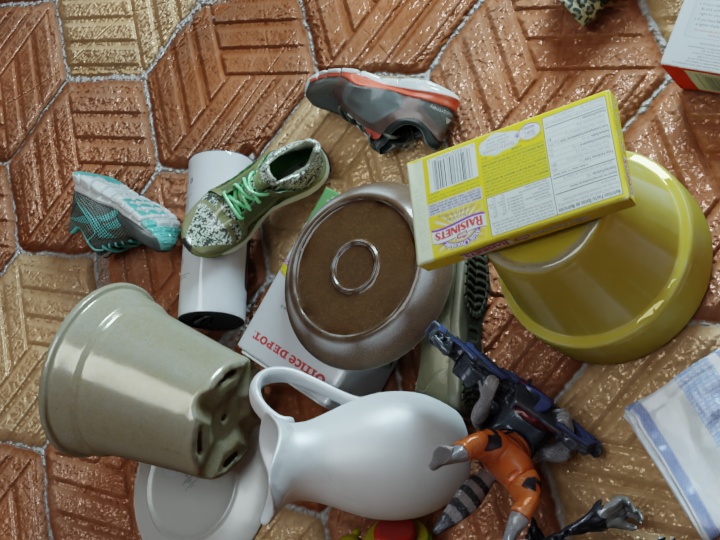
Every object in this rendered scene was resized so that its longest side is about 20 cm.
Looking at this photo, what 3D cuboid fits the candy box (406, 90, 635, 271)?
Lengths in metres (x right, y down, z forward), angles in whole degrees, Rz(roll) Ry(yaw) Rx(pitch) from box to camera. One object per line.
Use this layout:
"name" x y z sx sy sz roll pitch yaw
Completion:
"candy box" 0.134 -0.075 1.088 0.199 0.026 0.103 -18 67 28

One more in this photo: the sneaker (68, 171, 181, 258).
"sneaker" -0.300 -0.053 1.584 0.199 0.077 0.092 30 106 40

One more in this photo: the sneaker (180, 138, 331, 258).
"sneaker" -0.119 -0.092 1.409 0.200 0.089 0.077 -38 81 -13

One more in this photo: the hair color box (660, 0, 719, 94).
"hair color box" 0.379 -0.268 1.208 0.110 0.064 0.201 18 85 38

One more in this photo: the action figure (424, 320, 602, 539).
"action figure" 0.113 0.149 1.166 0.200 0.193 0.105 39 123 4

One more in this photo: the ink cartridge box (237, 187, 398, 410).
"ink cartridge box" -0.017 0.036 1.345 0.144 0.084 0.201 29 89 37

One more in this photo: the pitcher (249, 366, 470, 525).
"pitcher" -0.005 0.160 1.221 0.122 0.198 0.173 106 157 -47

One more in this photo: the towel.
"towel" 0.346 0.128 1.111 0.200 0.024 0.148 -37 57 17

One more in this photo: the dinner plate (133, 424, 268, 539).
"dinner plate" -0.185 0.240 1.422 0.199 0.024 0.202 -13 65 30

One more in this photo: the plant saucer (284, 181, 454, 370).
"plant saucer" 0.000 0.000 1.277 0.199 0.032 0.202 -11 68 27

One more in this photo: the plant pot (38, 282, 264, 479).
"plant pot" -0.211 0.134 1.365 0.182 0.200 0.202 17 82 27

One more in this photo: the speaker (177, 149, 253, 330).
"speaker" -0.169 -0.033 1.473 0.081 0.081 0.202 -10 67 30

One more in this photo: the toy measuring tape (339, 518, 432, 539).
"toy measuring tape" 0.071 0.279 1.217 0.198 0.074 0.074 7 77 25

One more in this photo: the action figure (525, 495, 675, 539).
"action figure" 0.214 0.267 1.100 0.200 0.101 0.120 168 86 -70

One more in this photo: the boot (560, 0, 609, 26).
"boot" 0.241 -0.368 1.330 0.154 0.073 0.204 -42 54 17

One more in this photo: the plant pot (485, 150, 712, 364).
"plant pot" 0.201 -0.031 1.162 0.199 0.189 0.203 -11 68 29

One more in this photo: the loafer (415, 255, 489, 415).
"loafer" 0.087 0.045 1.279 0.067 0.076 0.202 -3 71 26

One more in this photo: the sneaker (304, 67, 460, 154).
"sneaker" 0.013 -0.174 1.410 0.199 0.077 0.083 11 86 36
